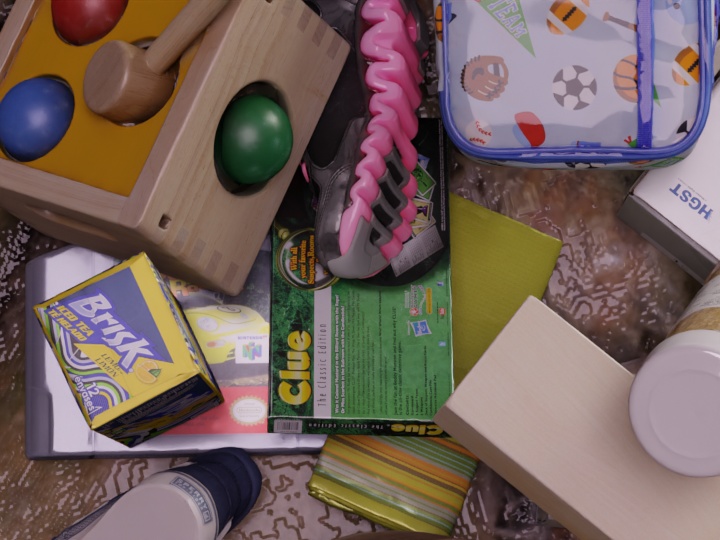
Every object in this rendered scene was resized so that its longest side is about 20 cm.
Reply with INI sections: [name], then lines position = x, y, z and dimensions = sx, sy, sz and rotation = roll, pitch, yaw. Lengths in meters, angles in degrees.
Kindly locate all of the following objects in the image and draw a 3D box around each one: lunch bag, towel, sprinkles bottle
[lunch bag]
position = 0.121, -0.154, 1.258
dimensions = 0.159, 0.076, 0.201
rotation = 1, 86, 9
[towel]
position = 0.044, 0.054, 1.330
dimensions = 0.086, 0.018, 0.201
rotation = 24, 69, -2
[sprinkles bottle]
position = 0.190, 0.043, 1.197
dimensions = 0.068, 0.200, 0.069
rotation = 5, 106, 18

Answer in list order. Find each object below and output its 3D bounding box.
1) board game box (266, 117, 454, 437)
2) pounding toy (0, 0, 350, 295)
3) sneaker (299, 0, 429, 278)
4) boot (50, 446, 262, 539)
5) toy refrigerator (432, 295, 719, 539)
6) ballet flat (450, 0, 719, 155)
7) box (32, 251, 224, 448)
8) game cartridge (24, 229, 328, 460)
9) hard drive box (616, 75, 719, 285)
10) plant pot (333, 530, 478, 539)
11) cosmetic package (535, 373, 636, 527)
[board game box]
position = 0.000, 0.000, 1.315
dimensions = 0.104, 0.023, 0.201
rotation = 3, 59, -4
[pounding toy]
position = -0.106, -0.106, 1.255
dimensions = 0.199, 0.142, 0.185
rotation = 17, 78, 36
[sneaker]
position = -0.017, -0.080, 1.318
dimensions = 0.095, 0.079, 0.201
rotation = -3, 55, 15
[boot]
position = -0.140, 0.172, 1.315
dimensions = 0.200, 0.090, 0.073
rotation = -35, 86, 25
[toy refrigerator]
position = 0.140, 0.108, 1.218
dimensions = 0.200, 0.070, 0.076
rotation = 38, 79, 3
[ballet flat]
position = 0.140, -0.106, 1.317
dimensions = 0.200, 0.068, 0.069
rotation = -35, 58, 18
[box]
position = -0.118, 0.046, 1.227
dimensions = 0.064, 0.200, 0.070
rotation = -26, 84, -4
[game cartridge]
position = -0.095, 0.041, 1.346
dimensions = 0.199, 0.041, 0.134
rotation = -2, 79, 0
[hard drive box]
position = 0.269, -0.067, 1.335
dimensions = 0.156, 0.077, 0.200
rotation = 39, 84, 5
[plant pot]
position = 0.008, 0.211, 1.274
dimensions = 0.200, 0.201, 0.093
rotation = -33, 42, -4
[cosmetic package]
position = 0.202, 0.109, 1.301
dimensions = 0.199, 0.103, 0.088
rotation = 6, 83, -1
